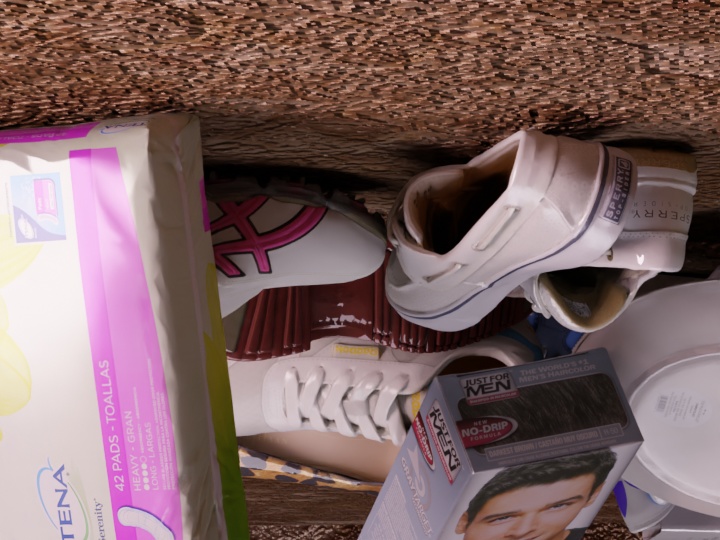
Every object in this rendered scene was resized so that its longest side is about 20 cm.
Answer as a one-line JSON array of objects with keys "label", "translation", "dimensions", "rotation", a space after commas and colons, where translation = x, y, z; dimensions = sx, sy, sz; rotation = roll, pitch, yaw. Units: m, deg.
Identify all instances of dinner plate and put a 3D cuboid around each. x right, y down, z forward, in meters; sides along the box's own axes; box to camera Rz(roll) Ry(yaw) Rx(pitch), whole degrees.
[{"label": "dinner plate", "translation": [0.206, 0.078, 1.294], "dimensions": [0.200, 0.024, 0.200], "rotation": [8, 138, 8]}]

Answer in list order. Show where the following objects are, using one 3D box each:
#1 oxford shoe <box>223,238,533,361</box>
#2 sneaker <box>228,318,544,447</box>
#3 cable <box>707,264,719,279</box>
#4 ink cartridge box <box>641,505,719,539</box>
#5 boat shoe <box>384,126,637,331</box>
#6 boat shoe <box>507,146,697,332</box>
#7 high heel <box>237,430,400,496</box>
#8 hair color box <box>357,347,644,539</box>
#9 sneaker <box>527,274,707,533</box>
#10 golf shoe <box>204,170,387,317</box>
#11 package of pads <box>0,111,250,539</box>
[{"label": "oxford shoe", "translation": [0.000, 0.000, 1.288], "dimensions": [0.200, 0.071, 0.075], "rotation": [-1, -158, -20]}, {"label": "sneaker", "translation": [0.002, 0.056, 1.323], "dimensions": [0.200, 0.077, 0.081], "rotation": [-11, -144, -8]}, {"label": "cable", "translation": [0.271, 0.057, 1.322], "dimensions": [0.200, 0.069, 0.200], "rotation": [-6, 135, 22]}, {"label": "ink cartridge box", "translation": [0.275, 0.096, 1.516], "dimensions": [0.200, 0.146, 0.084], "rotation": [0, 171, -2]}, {"label": "boat shoe", "translation": [0.048, -0.023, 1.118], "dimensions": [0.070, 0.071, 0.200], "rotation": [21, 163, -20]}, {"label": "boat shoe", "translation": [0.102, -0.004, 1.177], "dimensions": [0.071, 0.069, 0.200], "rotation": [3, 167, -15]}, {"label": "high heel", "translation": [-0.001, 0.090, 1.376], "dimensions": [0.200, 0.072, 0.142], "rotation": [-10, 162, 35]}, {"label": "hair color box", "translation": [0.070, 0.123, 1.319], "dimensions": [0.099, 0.061, 0.200], "rotation": [-9, 150, -20]}, {"label": "sneaker", "translation": [0.139, 0.078, 1.414], "dimensions": [0.200, 0.147, 0.081], "rotation": [3, 169, -19]}, {"label": "golf shoe", "translation": [-0.083, -0.001, 1.156], "dimensions": [0.200, 0.092, 0.073], "rotation": [2, 169, -19]}, {"label": "package of pads", "translation": [-0.138, 0.037, 1.062], "dimensions": [0.154, 0.200, 0.068], "rotation": [-4, -172, 21]}]
